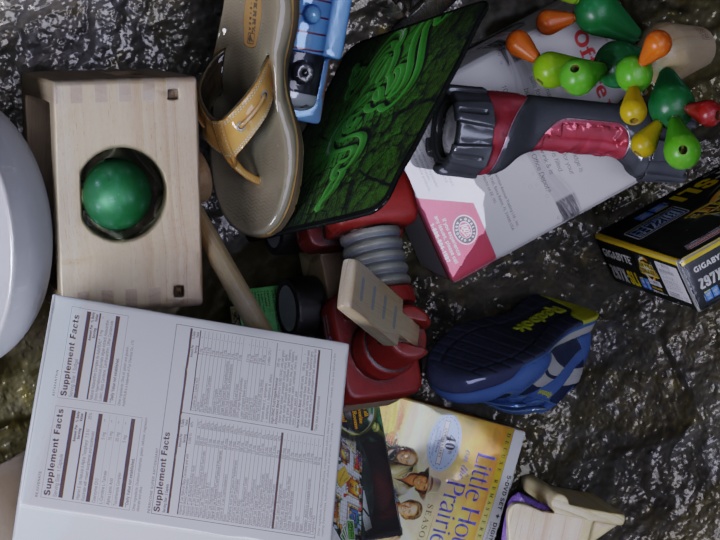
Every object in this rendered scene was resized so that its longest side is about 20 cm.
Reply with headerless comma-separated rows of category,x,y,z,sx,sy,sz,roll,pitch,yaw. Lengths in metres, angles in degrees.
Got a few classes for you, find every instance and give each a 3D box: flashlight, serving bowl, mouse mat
flashlight,0.150,-0.095,1.495,0.198,0.068,0.068,6,122,-19
serving bowl,-0.271,-0.031,1.409,0.065,0.199,0.202,-10,101,-41
mouse mat,0.004,-0.107,1.455,0.008,0.160,0.201,44,57,-26

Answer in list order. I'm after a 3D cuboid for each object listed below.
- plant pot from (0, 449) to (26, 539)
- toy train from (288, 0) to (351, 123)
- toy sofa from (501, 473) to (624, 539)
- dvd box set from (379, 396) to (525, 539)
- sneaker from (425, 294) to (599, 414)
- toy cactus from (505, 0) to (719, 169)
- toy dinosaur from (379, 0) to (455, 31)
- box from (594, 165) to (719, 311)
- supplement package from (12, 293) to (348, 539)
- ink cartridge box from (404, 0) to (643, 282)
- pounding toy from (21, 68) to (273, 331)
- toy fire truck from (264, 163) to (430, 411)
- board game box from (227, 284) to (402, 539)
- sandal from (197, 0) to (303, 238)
plant pot,-0.224,0.222,1.459,0.199,0.200,0.174,-31,89,-11
toy train,-0.047,-0.204,1.482,0.086,0.114,0.202,10,94,-17
toy sofa,0.133,0.268,1.614,0.097,0.083,0.202,11,94,-13
dvd box set,0.018,0.169,1.593,0.198,0.029,0.148,17,91,-18
sneaker,0.117,0.078,1.552,0.199,0.074,0.083,-16,123,-52
toy cactus,0.201,-0.163,1.479,0.164,0.200,0.103,-15,140,-44
toy dinosaur,0.061,-0.242,1.528,0.102,0.076,0.202,-26,121,-45
box,0.302,-0.044,1.584,0.199,0.160,0.050,-28,103,-11
supplement package,-0.123,0.129,1.352,0.198,0.152,0.152,10,61,-8
ink cartridge box,0.115,-0.104,1.560,0.199,0.085,0.147,-27,104,-11
pounding toy,-0.152,-0.045,1.426,0.141,0.200,0.186,-4,98,-17
toy fire truck,0.000,0.000,1.453,0.127,0.200,0.178,-5,78,-24
board game box,-0.034,0.108,1.533,0.104,0.023,0.202,-5,79,-22
sandal,-0.083,-0.123,1.420,0.054,0.080,0.202,-11,107,-51
